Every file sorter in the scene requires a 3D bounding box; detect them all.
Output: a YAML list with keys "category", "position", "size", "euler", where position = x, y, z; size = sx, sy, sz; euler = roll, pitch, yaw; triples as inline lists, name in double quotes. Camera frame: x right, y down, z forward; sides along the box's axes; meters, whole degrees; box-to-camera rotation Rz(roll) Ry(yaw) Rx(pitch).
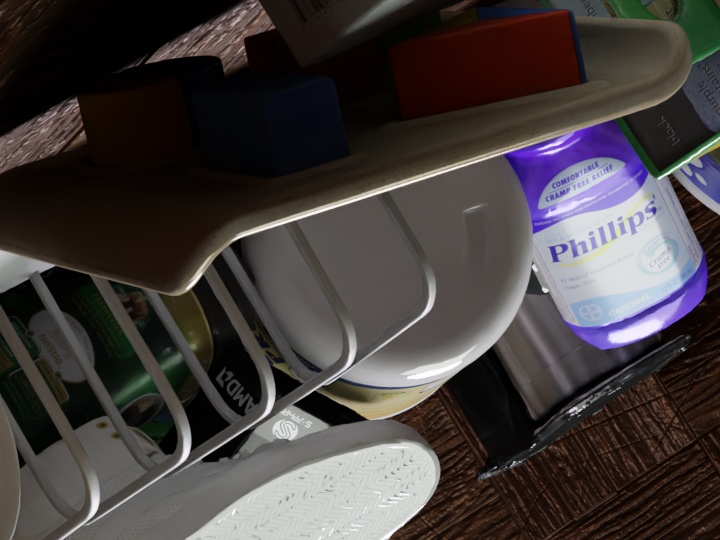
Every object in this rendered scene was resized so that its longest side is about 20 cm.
- category: "file sorter"
  position: [-0.089, 0.019, 1.174]
  size: [0.200, 0.125, 0.139]
  euler: [-29, 176, -35]

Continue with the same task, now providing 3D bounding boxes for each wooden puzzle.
- category: "wooden puzzle"
  position: [-0.017, -0.056, 0.956]
  size: [0.200, 0.046, 0.185]
  euler: [-23, -163, -24]

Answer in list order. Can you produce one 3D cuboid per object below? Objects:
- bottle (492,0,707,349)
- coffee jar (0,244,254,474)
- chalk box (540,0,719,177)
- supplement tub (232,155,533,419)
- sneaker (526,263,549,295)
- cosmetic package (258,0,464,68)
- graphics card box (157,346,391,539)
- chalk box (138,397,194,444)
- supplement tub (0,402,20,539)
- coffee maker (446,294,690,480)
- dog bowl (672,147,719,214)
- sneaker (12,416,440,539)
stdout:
- category: "bottle"
  position: [0.109, -0.050, 1.436]
  size: [0.083, 0.200, 0.065]
  euler: [-27, -141, 4]
- category: "coffee jar"
  position: [-0.146, 0.047, 1.332]
  size: [0.200, 0.085, 0.104]
  euler: [-29, 168, -27]
- category: "chalk box"
  position: [0.149, -0.127, 1.099]
  size: [0.124, 0.125, 0.200]
  euler: [-34, 176, 34]
- category: "supplement tub"
  position: [0.000, 0.000, 1.442]
  size: [0.144, 0.145, 0.200]
  euler: [-31, 175, -14]
- category: "sneaker"
  position: [0.106, -0.067, 1.512]
  size: [0.076, 0.087, 0.200]
  euler: [-54, 172, -42]
- category: "cosmetic package"
  position: [0.073, -0.149, 0.898]
  size: [0.200, 0.052, 0.151]
  euler: [-35, 173, 39]
- category: "graphics card box"
  position: [-0.071, 0.145, 1.369]
  size: [0.125, 0.051, 0.200]
  euler: [30, 102, -43]
- category: "chalk box"
  position: [-0.119, 0.116, 1.464]
  size: [0.123, 0.201, 0.124]
  euler: [2, -167, -36]
- category: "supplement tub"
  position: [-0.221, 0.093, 0.925]
  size: [0.200, 0.145, 0.145]
  euler: [-35, 175, 30]
- category: "coffee maker"
  position: [0.075, 0.012, 1.735]
  size: [0.192, 0.200, 0.135]
  euler: [-38, 171, 36]
- category: "dog bowl"
  position: [0.237, -0.117, 1.426]
  size: [0.200, 0.200, 0.079]
  euler: [-31, 174, -5]
- category: "sneaker"
  position: [-0.072, 0.094, 1.265]
  size: [0.199, 0.074, 0.116]
  euler: [-23, -140, -5]
